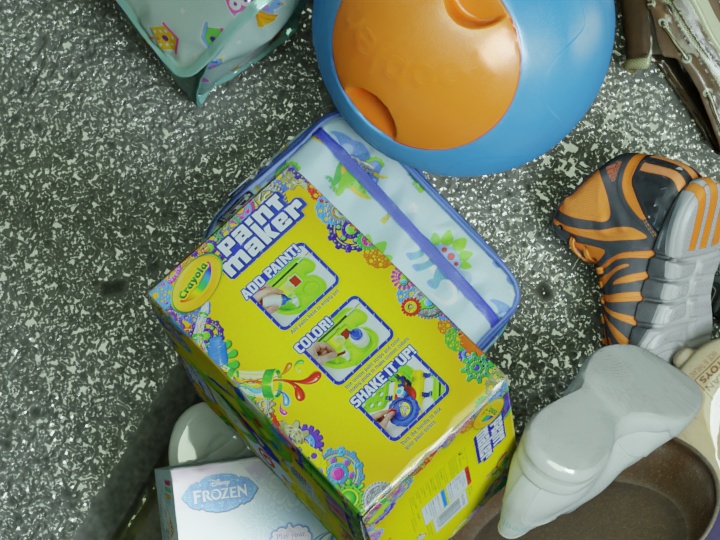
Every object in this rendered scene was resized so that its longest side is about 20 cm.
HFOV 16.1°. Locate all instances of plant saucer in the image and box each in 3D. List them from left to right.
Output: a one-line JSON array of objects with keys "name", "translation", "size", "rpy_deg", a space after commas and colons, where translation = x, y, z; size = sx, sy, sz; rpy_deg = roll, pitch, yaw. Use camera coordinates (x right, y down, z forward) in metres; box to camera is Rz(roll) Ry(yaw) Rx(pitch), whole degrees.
[{"name": "plant saucer", "translation": [0.137, 0.170, 1.646], "size": [0.200, 0.200, 0.037], "rpy_deg": [-19, 119, -6]}]

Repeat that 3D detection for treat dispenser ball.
[{"name": "treat dispenser ball", "translation": [0.068, -0.163, 1.673], "size": [0.200, 0.201, 0.202], "rpy_deg": [0, 83, -4]}]

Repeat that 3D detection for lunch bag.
[{"name": "lunch bag", "translation": [-0.119, -0.217, 1.697], "size": [0.122, 0.200, 0.171], "rpy_deg": [-37, 88, -7]}, {"name": "lunch bag", "translation": [0.000, 0.000, 1.741], "size": [0.161, 0.082, 0.200], "rpy_deg": [-41, 89, -10]}]

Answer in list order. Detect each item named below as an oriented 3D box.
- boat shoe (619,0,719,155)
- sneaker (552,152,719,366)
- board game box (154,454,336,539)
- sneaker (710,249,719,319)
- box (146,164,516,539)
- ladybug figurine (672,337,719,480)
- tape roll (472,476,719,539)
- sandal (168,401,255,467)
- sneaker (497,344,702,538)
[{"name": "boat shoe", "translation": [0.213, -0.168, 1.778], "size": [0.075, 0.075, 0.202], "rpy_deg": [-40, 88, -7]}, {"name": "sneaker", "translation": [0.185, 0.012, 1.759], "size": [0.112, 0.077, 0.201], "rpy_deg": [27, 112, 38]}, {"name": "board game box", "translation": [-0.028, 0.217, 1.689], "size": [0.199, 0.043, 0.200], "rpy_deg": [-6, 90, -21]}, {"name": "sneaker", "translation": [0.329, -0.009, 1.769], "size": [0.199, 0.076, 0.115], "rpy_deg": [-19, 87, -3]}, {"name": "box", "translation": [-0.012, 0.072, 1.566], "size": [0.122, 0.200, 0.193], "rpy_deg": [-43, 72, -10]}, {"name": "ladybug figurine", "translation": [0.285, 0.125, 1.741], "size": [0.136, 0.072, 0.200], "rpy_deg": [-42, 96, -3]}, {"name": "tape roll", "translation": [0.163, 0.226, 1.659], "size": [0.199, 0.200, 0.085], "rpy_deg": [-19, 119, -6]}, {"name": "sandal", "translation": [-0.057, 0.172, 1.731], "size": [0.203, 0.050, 0.082], "rpy_deg": [44, 75, -13]}, {"name": "sneaker", "translation": [0.146, 0.113, 1.638], "size": [0.075, 0.200, 0.089], "rpy_deg": [40, 125, 19]}]
